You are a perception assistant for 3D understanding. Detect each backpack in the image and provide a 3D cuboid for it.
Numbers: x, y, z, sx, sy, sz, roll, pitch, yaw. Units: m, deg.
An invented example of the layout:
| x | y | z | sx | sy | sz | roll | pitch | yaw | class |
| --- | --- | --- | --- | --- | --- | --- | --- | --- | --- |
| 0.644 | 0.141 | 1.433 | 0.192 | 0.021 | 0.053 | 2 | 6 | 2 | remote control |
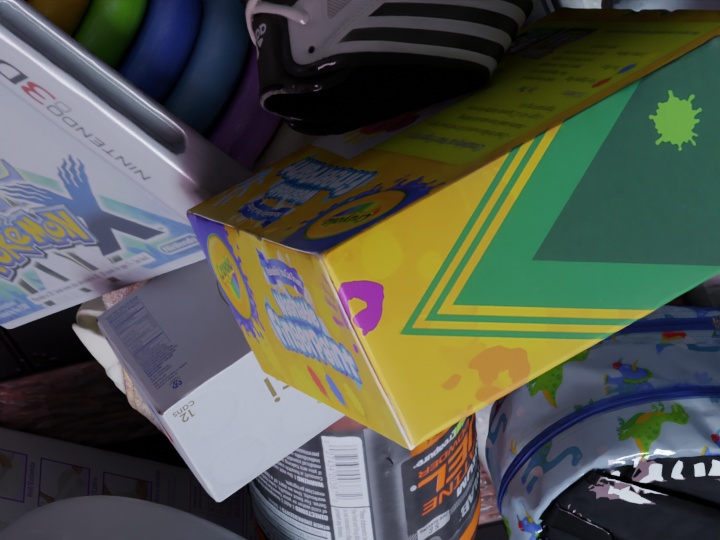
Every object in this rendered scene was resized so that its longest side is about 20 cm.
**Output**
| x | y | z | sx | sy | sz | roll | pitch | yaw | class |
| --- | --- | --- | --- | --- | --- | --- | --- | --- | --- |
| 0.153 | 0.090 | 1.293 | 0.199 | 0.154 | 0.163 | -8 | 148 | -26 | backpack |

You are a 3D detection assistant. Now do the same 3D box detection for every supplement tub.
| x | y | z | sx | sy | sz | roll | pitch | yaw | class |
| --- | --- | --- | --- | --- | --- | --- | --- | --- | --- |
| 0.000 | 0.076 | 1.285 | 0.106 | 0.107 | 0.201 | -3 | 141 | 3 | supplement tub |

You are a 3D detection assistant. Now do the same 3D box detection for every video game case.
| x | y | z | sx | sy | sz | roll | pitch | yaw | class |
| --- | --- | --- | --- | --- | --- | --- | --- | --- | --- |
| -0.153 | -0.050 | 1.120 | 0.182 | 0.022 | 0.200 | 37 | 150 | -24 | video game case |

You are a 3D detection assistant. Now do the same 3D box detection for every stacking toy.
| x | y | z | sx | sy | sz | roll | pitch | yaw | class |
| --- | --- | --- | --- | --- | --- | --- | --- | --- | --- |
| -0.105 | -0.096 | 1.102 | 0.199 | 0.086 | 0.085 | 30 | 132 | -25 | stacking toy |

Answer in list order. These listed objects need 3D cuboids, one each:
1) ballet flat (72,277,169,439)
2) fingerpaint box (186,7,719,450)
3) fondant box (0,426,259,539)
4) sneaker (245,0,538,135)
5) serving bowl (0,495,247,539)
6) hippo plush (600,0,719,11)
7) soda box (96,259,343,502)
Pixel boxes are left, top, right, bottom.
| x | y | z | sx | sy | sz | roll | pitch | yaw | class |
| --- | --- | --- | --- | --- | --- | --- | --- | --- | --- |
| -0.092 | 0.007 | 1.243 | 0.067 | 0.068 | 0.201 | 10 | 138 | 18 | ballet flat |
| 0.046 | -0.020 | 0.989 | 0.166 | 0.200 | 0.074 | -29 | 102 | -12 | fingerpaint box |
| -0.151 | 0.145 | 1.403 | 0.199 | 0.059 | 0.145 | 13 | 139 | -18 | fondant box |
| -0.034 | -0.119 | 1.001 | 0.199 | 0.116 | 0.076 | 21 | 154 | 8 | sneaker |
| -0.075 | 0.160 | 1.299 | 0.199 | 0.066 | 0.201 | 22 | 151 | 13 | serving bowl |
| 0.191 | -0.052 | 1.088 | 0.198 | 0.162 | 0.160 | 5 | 140 | -7 | hippo plush |
| 0.000 | 0.000 | 1.158 | 0.199 | 0.064 | 0.068 | -34 | 139 | -6 | soda box |
